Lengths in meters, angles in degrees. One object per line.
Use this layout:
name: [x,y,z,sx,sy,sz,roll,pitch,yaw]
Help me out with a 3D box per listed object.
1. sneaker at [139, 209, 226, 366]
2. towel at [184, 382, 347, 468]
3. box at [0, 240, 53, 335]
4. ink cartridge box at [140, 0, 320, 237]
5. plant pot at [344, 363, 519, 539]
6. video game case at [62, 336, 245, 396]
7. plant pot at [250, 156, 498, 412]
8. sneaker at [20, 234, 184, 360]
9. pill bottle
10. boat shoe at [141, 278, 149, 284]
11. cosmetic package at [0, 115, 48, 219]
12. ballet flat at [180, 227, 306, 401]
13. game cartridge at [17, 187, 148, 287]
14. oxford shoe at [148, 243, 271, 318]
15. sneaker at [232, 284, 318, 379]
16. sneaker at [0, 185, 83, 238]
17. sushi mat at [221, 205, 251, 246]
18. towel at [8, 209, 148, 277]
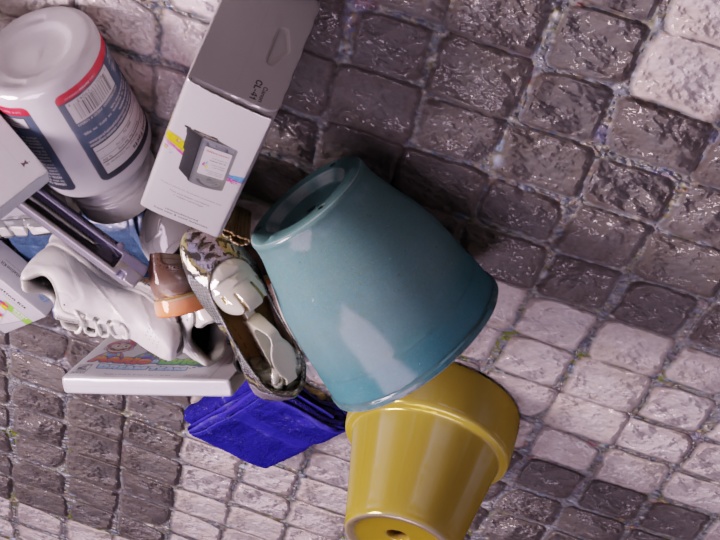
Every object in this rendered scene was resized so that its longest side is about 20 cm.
sneaker: [-0.172,0.012,1.661,0.099,0.078,0.201,38,146,51]
towel: [-0.120,0.191,1.976,0.147,0.050,0.200,34,144,-20]
box: [-0.447,0.007,1.829,0.156,0.041,0.200,42,150,-19]
ink cartridge box: [-0.117,-0.147,1.398,0.085,0.148,0.200,22,145,-6]
plant pot: [0.067,0.229,1.815,0.200,0.190,0.201,13,146,9]
video game case: [-0.204,0.093,1.761,0.199,0.182,0.024,0,110,18]
plant pot: [0.000,0.000,1.531,0.200,0.200,0.188,-19,116,43]
sneaker: [-0.273,0.041,1.670,0.200,0.087,0.075,32,141,17]
pill bottle: [-0.268,-0.141,1.506,0.119,0.120,0.200,3,144,22]
boat shoe: [-0.217,0.037,1.799,0.199,0.072,0.076,1,174,17]
cosmetic package: [-0.403,-0.115,1.429,0.200,0.151,0.052,50,169,0]
ballet flat: [-0.105,0.042,1.532,0.072,0.072,0.201,-11,115,37]
game cartridge: [-0.301,-0.054,1.570,0.200,0.038,0.130,37,177,-11]
oxford shoe: [-0.134,-0.013,1.602,0.071,0.200,0.073,-8,101,39]
sneaker: [-0.102,0.069,1.675,0.087,0.200,0.074,-28,121,-5]
sneaker: [-0.397,-0.090,1.662,0.199,0.075,0.116,-10,114,3]
sushi mat: [-0.152,-0.060,1.550,0.095,0.012,0.200,26,-172,-7]
towel: [-0.293,-0.033,1.738,0.199,0.049,0.112,0,142,26]
